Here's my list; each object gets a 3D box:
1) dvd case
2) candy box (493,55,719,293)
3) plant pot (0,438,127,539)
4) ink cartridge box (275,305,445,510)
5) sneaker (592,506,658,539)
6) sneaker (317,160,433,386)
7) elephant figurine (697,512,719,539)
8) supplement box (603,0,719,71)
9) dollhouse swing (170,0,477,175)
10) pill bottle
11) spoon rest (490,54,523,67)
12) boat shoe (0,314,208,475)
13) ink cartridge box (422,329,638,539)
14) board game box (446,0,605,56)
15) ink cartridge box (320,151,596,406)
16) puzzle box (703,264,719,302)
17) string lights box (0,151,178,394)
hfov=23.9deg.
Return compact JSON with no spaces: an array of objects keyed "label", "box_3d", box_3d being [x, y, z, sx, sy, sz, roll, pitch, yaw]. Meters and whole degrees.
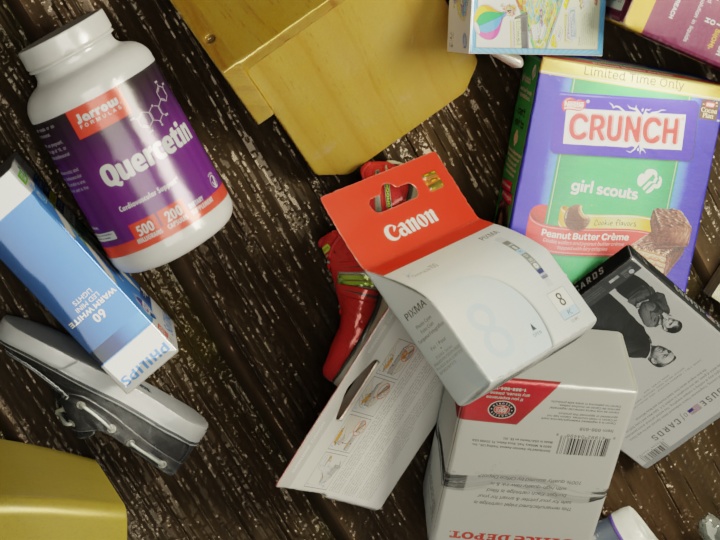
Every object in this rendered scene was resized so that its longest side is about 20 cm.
[{"label":"dvd case","box_3d":[0.241,0.079,1.480,0.150,0.025,0.200,-39,121,24]},{"label":"candy box","box_3d":[0.209,-0.079,1.462,0.169,0.077,0.200,7,101,-10]},{"label":"plant pot","box_3d":[-0.292,0.247,1.408,0.176,0.200,0.200,-2,103,-20]},{"label":"ink cartridge box","box_3d":[0.014,0.101,1.436,0.200,0.045,0.176,-57,147,5]},{"label":"sneaker","box_3d":[0.233,0.321,1.559,0.146,0.081,0.200,-33,110,10]},{"label":"sneaker","box_3d":[0.000,0.000,1.462,0.085,0.077,0.200,20,97,8]},{"label":"elephant figurine","box_3d":[0.425,0.251,1.555,0.200,0.155,0.142,-34,62,-11]},{"label":"supplement box","box_3d":[0.306,-0.220,1.420,0.200,0.131,0.103,21,100,-12]},{"label":"dollhouse swing","box_3d":[-0.029,-0.214,1.420,0.200,0.176,0.182,-36,63,1]},{"label":"pill bottle","box_3d":[-0.194,-0.105,1.378,0.112,0.112,0.200,-29,105,-2]},{"label":"spoon rest","box_3d":[0.150,-0.266,1.432,0.099,0.061,0.200,28,84,-14]},{"label":"boat shoe","box_3d":[-0.229,0.110,1.445,0.200,0.072,0.068,32,94,-21]},{"label":"ink cartridge box","box_3d":[0.140,0.148,1.459,0.144,0.084,0.200,5,125,-7]},{"label":"board game box","box_3d":[0.138,-0.274,1.362,0.134,0.034,0.200,-3,101,-30]},{"label":"ink cartridge box","box_3d":[0.081,-0.007,1.357,0.047,0.160,0.200,-41,79,42]},{"label":"puzzle box","box_3d":[0.418,-0.027,1.531,0.133,0.025,0.200,33,95,-13]},{"label":"string lights box","box_3d":[-0.239,0.001,1.399,0.059,0.103,0.200,-41,105,1]}]
